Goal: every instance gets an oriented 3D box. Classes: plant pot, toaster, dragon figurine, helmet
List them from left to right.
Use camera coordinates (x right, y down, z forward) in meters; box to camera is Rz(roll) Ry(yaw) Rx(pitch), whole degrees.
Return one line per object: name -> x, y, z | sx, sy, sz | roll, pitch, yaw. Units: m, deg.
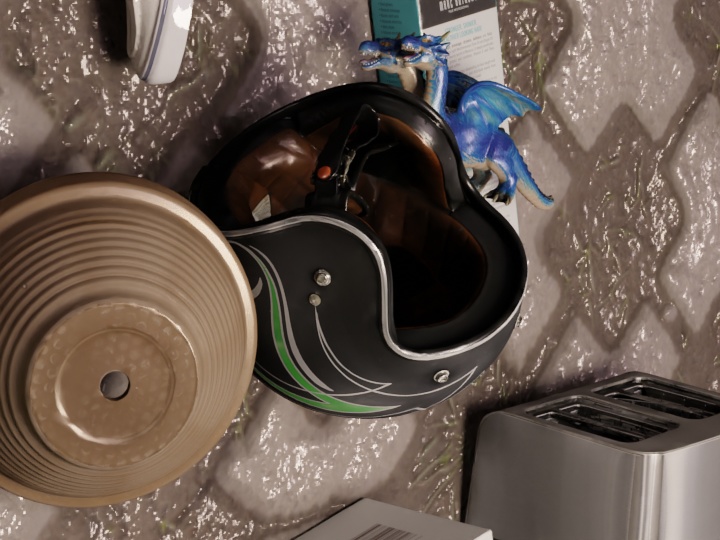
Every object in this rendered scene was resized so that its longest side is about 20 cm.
plant pot -> -0.149, 0.052, 1.258 | 0.199, 0.093, 0.203 | -6, 109, -16
helmet -> 0.000, 0.000, 1.390 | 0.200, 0.199, 0.191 | -50, 125, -29
dragon figurine -> 0.081, -0.101, 1.487 | 0.199, 0.059, 0.100 | 15, 92, -34
toaster -> 0.202, 0.160, 1.634 | 0.180, 0.199, 0.120 | -13, 110, -44

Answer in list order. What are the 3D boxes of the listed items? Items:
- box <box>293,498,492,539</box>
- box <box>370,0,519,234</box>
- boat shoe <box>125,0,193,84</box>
box -> 0.030, 0.277, 1.522 | 0.097, 0.124, 0.202 | -26, 114, -41
box -> 0.060, -0.105, 1.548 | 0.082, 0.049, 0.202 | -22, 112, -42
boat shoe -> -0.139, -0.213, 1.317 | 0.069, 0.071, 0.202 | -1, 102, -19
